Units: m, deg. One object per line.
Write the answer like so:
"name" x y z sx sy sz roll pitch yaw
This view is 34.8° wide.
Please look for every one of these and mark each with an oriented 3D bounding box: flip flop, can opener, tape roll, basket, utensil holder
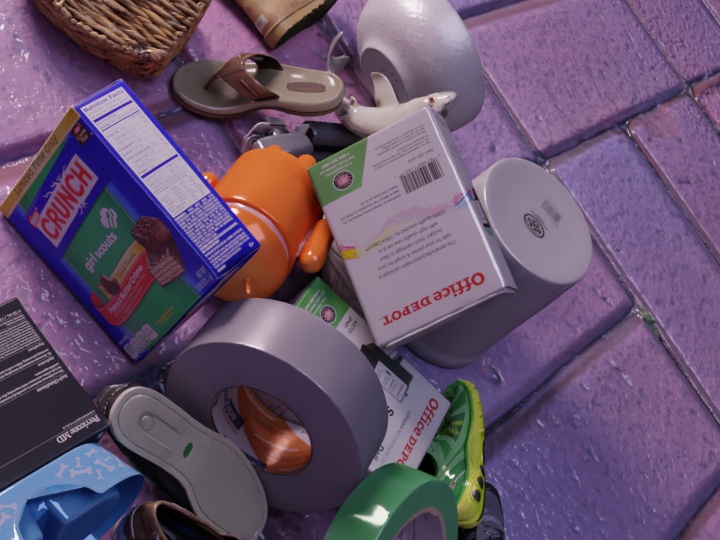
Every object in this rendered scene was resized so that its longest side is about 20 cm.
"flip flop" -0.115 -0.215 1.300 0.197 0.058 0.082 3 57 -5
"can opener" -0.049 -0.137 1.334 0.198 0.054 0.067 -1 44 -39
"tape roll" -0.076 0.125 1.042 0.200 0.200 0.066 43 45 -7
"tape roll" 0.021 0.278 1.038 0.048 0.203 0.200 17 34 30
"basket" -0.277 -0.305 1.261 0.199 0.149 0.143 38 78 -13
"utensil holder" 0.139 -0.008 1.302 0.168 0.200 0.172 19 52 -27

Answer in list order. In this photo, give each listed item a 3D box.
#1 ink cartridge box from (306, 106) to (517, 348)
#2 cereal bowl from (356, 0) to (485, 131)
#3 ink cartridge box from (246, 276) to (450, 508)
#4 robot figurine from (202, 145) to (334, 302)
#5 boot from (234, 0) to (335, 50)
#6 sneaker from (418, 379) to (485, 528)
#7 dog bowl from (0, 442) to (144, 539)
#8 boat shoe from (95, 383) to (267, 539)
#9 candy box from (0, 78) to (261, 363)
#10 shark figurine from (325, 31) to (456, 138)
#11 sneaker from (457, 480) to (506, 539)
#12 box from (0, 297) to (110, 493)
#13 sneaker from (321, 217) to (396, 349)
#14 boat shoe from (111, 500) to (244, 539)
"ink cartridge box" 0.054 -0.040 1.169 0.202 0.144 0.084 67 14 11
"cereal bowl" 0.059 -0.251 1.414 0.083 0.200 0.201 -32 84 -22
"ink cartridge box" -0.022 0.132 1.164 0.200 0.083 0.147 43 45 -9
"robot figurine" -0.110 -0.047 1.190 0.144 0.116 0.201 44 43 -15
"boot" -0.125 -0.391 1.437 0.200 0.066 0.175 48 44 -1
"sneaker" 0.091 0.186 1.220 0.082 0.075 0.201 -1 33 7
"dog bowl" -0.262 0.206 0.911 0.050 0.112 0.199 45 43 15
"boat shoe" -0.158 0.173 1.038 0.200 0.067 0.072 48 62 -26
"candy box" -0.216 -0.042 1.061 0.200 0.169 0.077 49 40 0
"shark figurine" 0.015 -0.182 1.353 0.214 0.129 0.089 34 2 38
"sneaker" 0.140 0.293 1.167 0.075 0.114 0.202 30 48 -20
"box" -0.325 0.130 0.918 0.141 0.079 0.199 49 43 12
"sneaker" 0.000 0.000 1.256 0.077 0.099 0.202 -4 65 -40
"boat shoe" -0.122 0.270 1.000 0.199 0.072 0.073 36 45 -16
